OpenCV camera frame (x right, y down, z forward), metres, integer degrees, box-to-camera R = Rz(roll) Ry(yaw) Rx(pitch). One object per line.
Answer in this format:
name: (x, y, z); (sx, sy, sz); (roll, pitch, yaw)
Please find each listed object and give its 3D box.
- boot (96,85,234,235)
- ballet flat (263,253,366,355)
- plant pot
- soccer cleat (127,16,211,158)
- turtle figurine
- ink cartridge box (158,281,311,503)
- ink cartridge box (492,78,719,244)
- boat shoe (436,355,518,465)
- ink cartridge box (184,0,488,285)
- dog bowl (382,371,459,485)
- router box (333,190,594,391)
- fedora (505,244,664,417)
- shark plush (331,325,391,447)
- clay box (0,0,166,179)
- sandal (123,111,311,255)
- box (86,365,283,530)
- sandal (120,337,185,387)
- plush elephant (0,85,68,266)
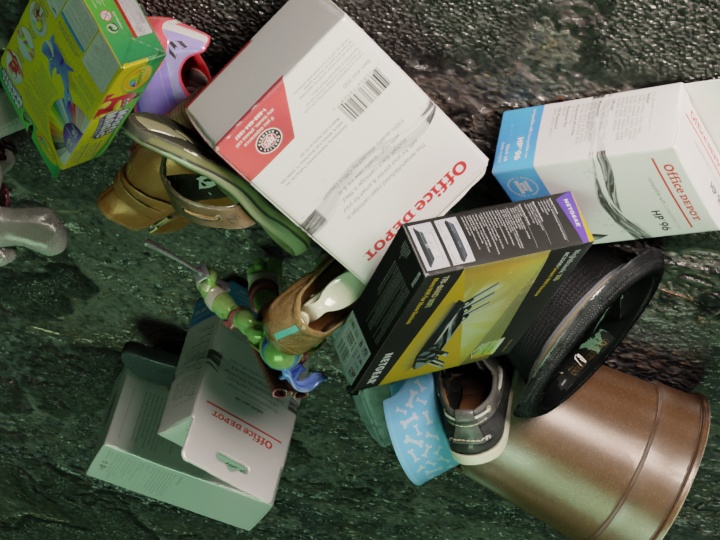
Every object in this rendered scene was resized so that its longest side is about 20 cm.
boot: (-0.113, -0.076, 1.532); (0.200, 0.074, 0.155); (22, 131, -35)
ballet flat: (0.000, 0.000, 1.523); (0.068, 0.200, 0.072); (56, 149, -7)
plant pot: (0.207, 0.167, 1.751); (0.198, 0.200, 0.200); (27, 147, -5)
soccer cleat: (-0.158, -0.138, 1.517); (0.076, 0.067, 0.200); (12, 145, 10)
turtle figurine: (-0.070, 0.002, 1.628); (0.144, 0.194, 0.200); (-35, 97, 9)
ink cartridge box: (-0.126, 0.129, 1.782); (0.116, 0.200, 0.068); (32, 144, -26)
ink cartridge box: (0.223, -0.084, 1.444); (0.200, 0.068, 0.116); (-7, 143, 30)
boat shoe: (0.106, 0.088, 1.656); (0.072, 0.200, 0.068); (-14, 126, 16)
ink cartridge box: (-0.017, -0.106, 1.424); (0.147, 0.083, 0.200); (-45, 127, 4)
dog bowl: (0.057, 0.103, 1.698); (0.050, 0.200, 0.111); (-17, 151, 14)
router box: (0.081, 0.019, 1.468); (0.157, 0.052, 0.200); (-12, 155, -25)
fedora: (0.181, 0.037, 1.603); (0.092, 0.201, 0.201); (42, 154, 18)
shark plush: (0.008, 0.097, 1.803); (0.091, 0.083, 0.200); (6, 148, 13)
clay box: (-0.233, -0.168, 1.457); (0.115, 0.048, 0.200); (60, 147, 10)
sandal: (-0.115, -0.058, 1.426); (0.201, 0.057, 0.080); (40, -177, -39)
box: (-0.187, 0.191, 1.994); (0.200, 0.125, 0.097); (21, 148, -11)
sandal: (-0.165, 0.106, 1.938); (0.200, 0.043, 0.076); (15, 157, -19)
plush elephant: (-0.371, -0.081, 1.628); (0.200, 0.155, 0.165); (-17, 103, -8)
